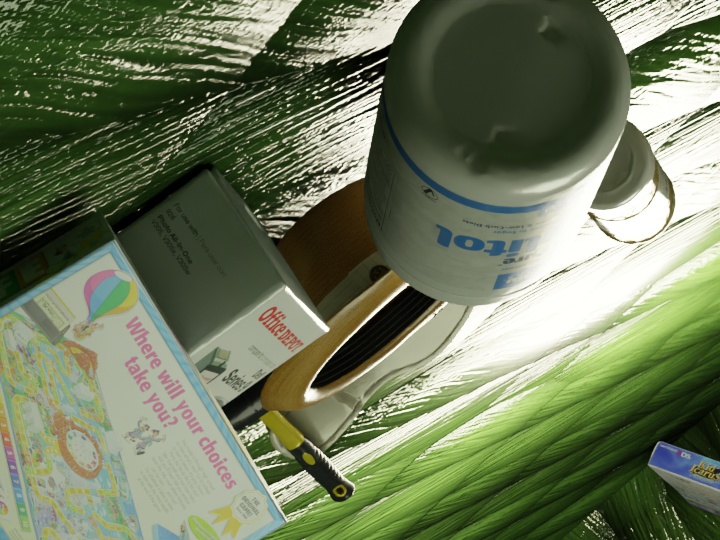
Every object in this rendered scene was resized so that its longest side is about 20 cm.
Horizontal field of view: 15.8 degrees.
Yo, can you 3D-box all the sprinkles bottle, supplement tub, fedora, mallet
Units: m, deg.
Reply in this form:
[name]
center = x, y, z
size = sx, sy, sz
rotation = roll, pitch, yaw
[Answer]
[sprinkles bottle]
center = 0.188, -0.064, 1.878
size = 0.068, 0.068, 0.200
rotation = -37, 167, 6
[supplement tub]
center = 0.071, -0.070, 1.421
size = 0.132, 0.132, 0.200
rotation = -32, 166, -13
[fedora]
center = 0.000, 0.000, 1.597
size = 0.200, 0.082, 0.201
rotation = -39, 167, -10
[mallet]
center = -0.042, 0.112, 1.838
size = 0.066, 0.041, 0.200
rotation = -39, 143, 9

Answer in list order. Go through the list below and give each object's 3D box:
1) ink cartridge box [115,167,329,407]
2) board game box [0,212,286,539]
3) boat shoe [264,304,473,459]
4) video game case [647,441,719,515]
[ink cartridge box]
center = -0.127, 0.046, 1.425
size = 0.199, 0.084, 0.146
rotation = -36, 166, 1
[board game box]
center = -0.141, 0.086, 1.331
size = 0.134, 0.201, 0.034
rotation = -30, -149, -3
[boat shoe]
center = 0.003, 0.050, 1.885
size = 0.200, 0.073, 0.063
rotation = -44, -152, 13
[video game case]
center = 0.543, 0.326, 3.788
size = 0.046, 0.199, 0.181
rotation = -63, 145, -12
